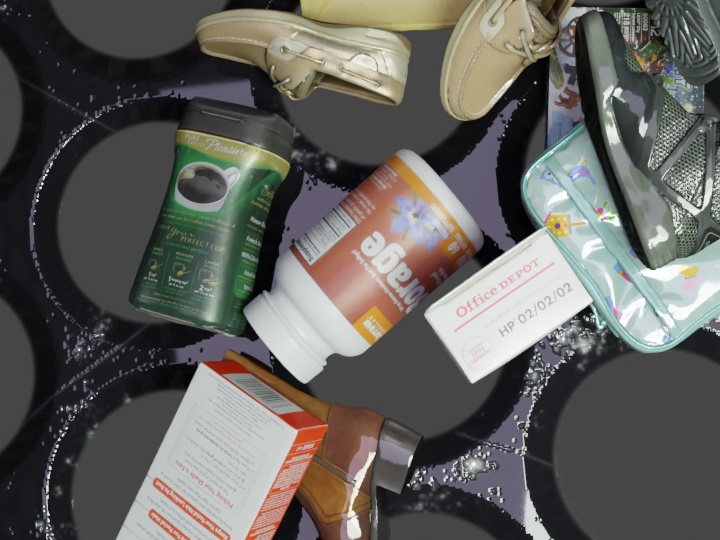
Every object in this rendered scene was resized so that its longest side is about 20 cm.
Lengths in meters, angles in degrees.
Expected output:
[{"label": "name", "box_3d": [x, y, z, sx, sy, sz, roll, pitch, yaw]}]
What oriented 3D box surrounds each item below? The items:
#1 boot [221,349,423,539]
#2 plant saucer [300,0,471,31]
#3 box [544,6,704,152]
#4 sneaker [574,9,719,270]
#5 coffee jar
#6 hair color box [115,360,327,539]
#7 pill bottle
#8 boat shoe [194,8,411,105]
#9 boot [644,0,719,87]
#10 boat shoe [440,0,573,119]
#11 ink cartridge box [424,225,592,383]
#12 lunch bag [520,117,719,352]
[{"label": "boot", "box_3d": [-0.066, 0.191, 0.957, 0.198, 0.068, 0.190, 20, 97, 13]}, {"label": "plant saucer", "box_3d": [0.040, -0.313, 0.964, 0.198, 0.049, 0.202, -1, 127, 5]}, {"label": "box", "box_3d": [0.232, -0.130, 0.972, 0.135, 0.038, 0.202, 2, 84, 6]}, {"label": "sneaker", "box_3d": [0.235, -0.112, 0.837, 0.113, 0.076, 0.201, -21, 85, 2]}, {"label": "coffee jar", "box_3d": [-0.129, -0.049, 0.975, 0.103, 0.085, 0.202, 14, 86, 18]}, {"label": "hair color box", "box_3d": [-0.123, 0.191, 0.931, 0.110, 0.064, 0.201, 31, 99, 23]}, {"label": "pill bottle", "box_3d": [0.000, 0.000, 0.945, 0.200, 0.112, 0.112, -42, 82, 1]}, {"label": "boat shoe", "box_3d": [-0.055, -0.190, 0.990, 0.198, 0.071, 0.065, 8, 84, 5]}, {"label": "boot", "box_3d": [0.318, -0.266, 0.909, 0.199, 0.065, 0.166, -31, 108, -25]}, {"label": "boat shoe", "box_3d": [0.136, -0.213, 0.940, 0.065, 0.071, 0.201, 46, 116, 43]}, {"label": "ink cartridge box", "box_3d": [0.117, 0.033, 0.885, 0.115, 0.200, 0.068, -35, 82, 1]}, {"label": "lunch bag", "box_3d": [0.233, -0.036, 0.903, 0.160, 0.077, 0.201, -37, 81, 0]}]
